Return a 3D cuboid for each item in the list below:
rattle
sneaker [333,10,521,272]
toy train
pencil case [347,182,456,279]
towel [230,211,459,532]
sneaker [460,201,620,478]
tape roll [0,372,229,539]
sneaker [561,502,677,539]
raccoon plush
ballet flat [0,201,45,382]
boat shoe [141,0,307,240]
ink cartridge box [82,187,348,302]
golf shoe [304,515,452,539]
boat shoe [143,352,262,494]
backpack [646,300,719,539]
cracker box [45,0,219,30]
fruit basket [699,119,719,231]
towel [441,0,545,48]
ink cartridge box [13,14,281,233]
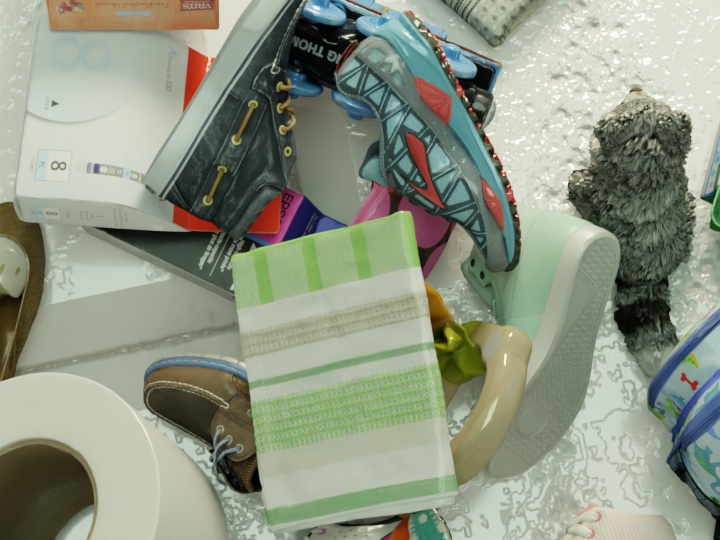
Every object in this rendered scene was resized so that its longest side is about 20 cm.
[{"bbox_3d":[0.028,0.109,1.226,0.130,0.143,0.201,16,74,50],"label":"rattle"},{"bbox_3d":[0.047,-0.081,1.270,0.095,0.079,0.201,-27,98,7],"label":"sneaker"},{"bbox_3d":[0.013,-0.162,1.349,0.198,0.114,0.087,21,112,1],"label":"toy train"},{"bbox_3d":[0.000,0.000,1.318,0.090,0.094,0.201,16,68,50],"label":"pencil case"},{"bbox_3d":[-0.011,0.072,1.221,0.148,0.031,0.203,-12,80,23],"label":"towel"},{"bbox_3d":[0.117,0.048,1.330,0.118,0.073,0.202,29,102,47],"label":"sneaker"},{"bbox_3d":[-0.206,0.190,1.233,0.200,0.139,0.205,-7,64,16],"label":"tape roll"},{"bbox_3d":[0.144,0.229,1.270,0.198,0.075,0.106,-11,78,-7],"label":"sneaker"},{"bbox_3d":[0.223,-0.034,1.299,0.096,0.134,0.202,-20,76,-4],"label":"raccoon plush"},{"bbox_3d":[-0.286,0.038,1.333,0.067,0.072,0.202,12,77,5],"label":"ballet flat"},{"bbox_3d":[-0.072,-0.124,1.287,0.090,0.071,0.201,31,100,-11],"label":"boat shoe"},{"bbox_3d":[-0.109,-0.034,1.365,0.198,0.037,0.095,25,78,6],"label":"ink cartridge box"},{"bbox_3d":[-0.026,0.229,1.281,0.198,0.073,0.093,-19,68,-13],"label":"golf shoe"},{"bbox_3d":[-0.076,0.122,1.289,0.198,0.073,0.073,18,46,11],"label":"boat shoe"},{"bbox_3d":[0.294,0.084,1.235,0.183,0.200,0.147,-41,78,-7],"label":"backpack"},{"bbox_3d":[-0.178,-0.282,1.380,0.132,0.058,0.202,-1,59,-6],"label":"cracker box"},{"bbox_3d":[0.313,-0.095,1.279,0.093,0.200,0.187,16,78,5],"label":"fruit basket"},{"bbox_3d":[0.111,-0.309,1.430,0.200,0.035,0.192,-45,76,-6],"label":"towel"},{"bbox_3d":[-0.156,-0.111,1.343,0.197,0.047,0.162,3,64,-1],"label":"ink cartridge box"}]
